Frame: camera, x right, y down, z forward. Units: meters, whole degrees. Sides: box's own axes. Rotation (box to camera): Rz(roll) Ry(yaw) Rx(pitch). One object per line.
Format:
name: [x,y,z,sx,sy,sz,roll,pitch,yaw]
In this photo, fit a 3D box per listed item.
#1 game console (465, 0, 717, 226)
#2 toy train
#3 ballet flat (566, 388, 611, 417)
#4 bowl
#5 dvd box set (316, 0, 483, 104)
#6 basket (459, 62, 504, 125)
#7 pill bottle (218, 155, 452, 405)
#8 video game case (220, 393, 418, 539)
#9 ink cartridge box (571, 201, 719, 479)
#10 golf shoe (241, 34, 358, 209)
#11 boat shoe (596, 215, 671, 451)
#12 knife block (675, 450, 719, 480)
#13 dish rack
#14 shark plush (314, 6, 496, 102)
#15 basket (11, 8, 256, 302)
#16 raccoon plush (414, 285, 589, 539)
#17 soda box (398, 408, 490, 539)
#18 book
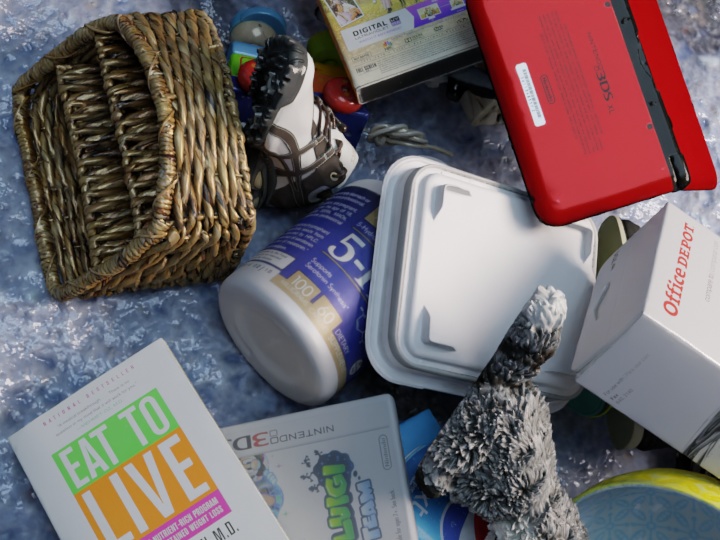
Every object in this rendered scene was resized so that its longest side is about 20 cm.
game console: [0.186,-0.142,1.032,0.172,0.119,0.200,-18,83,-1]
toy train: [-0.021,-0.153,1.101,0.200,0.085,0.116,9,52,-13]
ballet flat: [0.156,0.028,1.087,0.200,0.067,0.067,55,35,11]
bowl: [0.246,0.225,0.973,0.200,0.200,0.108,52,40,8]
dvd box set: [0.031,-0.246,1.066,0.146,0.029,0.200,-21,69,-4]
basket: [0.142,-0.236,1.140,0.123,0.136,0.200,-10,71,-29]
pill bottle: [0.000,0.000,1.013,0.200,0.120,0.120,-40,84,-27]
video game case: [-0.050,0.197,0.915,0.182,0.024,0.200,-12,63,5]
ink cartridge box: [0.265,0.066,0.935,0.200,0.086,0.146,35,40,-6]
golf shoe: [-0.043,-0.110,0.998,0.094,0.200,0.078,6,66,-9]
boat shoe: [0.233,0.051,1.088,0.063,0.074,0.202,1,69,-13]
knife block: [0.308,0.106,1.039,0.064,0.200,0.176,4,37,-16]
dish rack: [0.103,0.011,0.979,0.200,0.044,0.172,15,75,-31]
shark plush: [0.046,-0.204,1.089,0.091,0.083,0.200,4,37,-50]
basket: [-0.174,-0.092,0.985,0.149,0.143,0.200,-6,70,-20]
raccoon plush: [0.125,0.127,0.892,0.134,0.200,0.097,34,41,11]
soda box: [0.068,0.210,0.974,0.064,0.068,0.200,-26,77,-25]
book: [-0.142,0.165,0.909,0.134,0.048,0.200,-32,66,-10]
